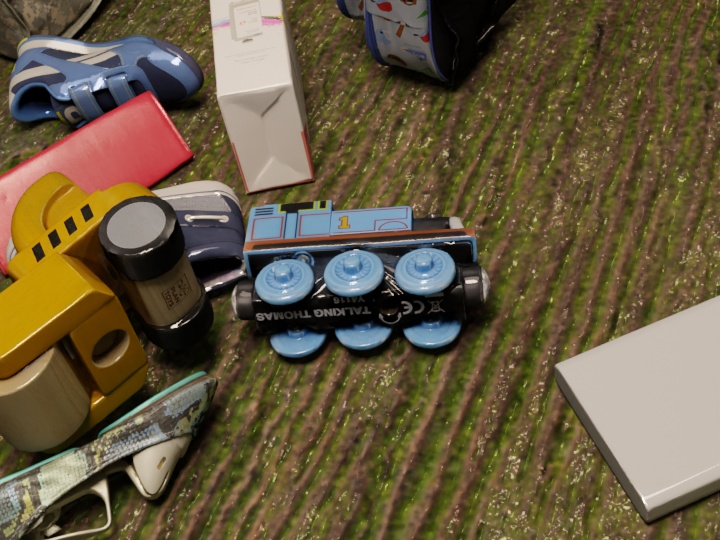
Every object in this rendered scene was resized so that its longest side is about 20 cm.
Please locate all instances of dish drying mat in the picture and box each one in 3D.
[{"bbox_3d":[-0.249,-0.080,1.059,0.200,0.018,0.077,-35,96,-19],"label":"dish drying mat"}]

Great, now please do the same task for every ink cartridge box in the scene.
[{"bbox_3d":[-0.091,-0.183,1.077,0.067,0.117,0.201,-10,48,2],"label":"ink cartridge box"}]

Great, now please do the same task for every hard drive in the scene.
[{"bbox_3d":[0.257,0.083,0.849,0.199,0.026,0.132,-22,50,-8],"label":"hard drive"}]

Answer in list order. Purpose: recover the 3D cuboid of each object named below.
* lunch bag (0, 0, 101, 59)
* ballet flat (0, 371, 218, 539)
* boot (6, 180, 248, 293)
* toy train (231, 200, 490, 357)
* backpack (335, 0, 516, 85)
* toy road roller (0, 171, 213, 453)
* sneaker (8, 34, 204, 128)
[{"bbox_3d":[-0.345,-0.325,1.242,0.163,0.118,0.200,19,61,25],"label":"lunch bag"},{"bbox_3d":[-0.180,0.147,0.858,0.199,0.074,0.074,-29,51,-12],"label":"ballet flat"},{"bbox_3d":[-0.190,-0.013,0.978,0.199,0.073,0.091,-16,44,-4],"label":"boot"},{"bbox_3d":[0.000,0.000,0.929,0.199,0.087,0.115,-5,44,7],"label":"toy train"},{"bbox_3d":[0.060,-0.273,1.079,0.153,0.191,0.200,18,51,30],"label":"backpack"},{"bbox_3d":[-0.216,0.018,0.879,0.146,0.123,0.200,35,66,31],"label":"toy road roller"},{"bbox_3d":[-0.242,-0.171,1.127,0.199,0.074,0.083,2,55,19],"label":"sneaker"}]
